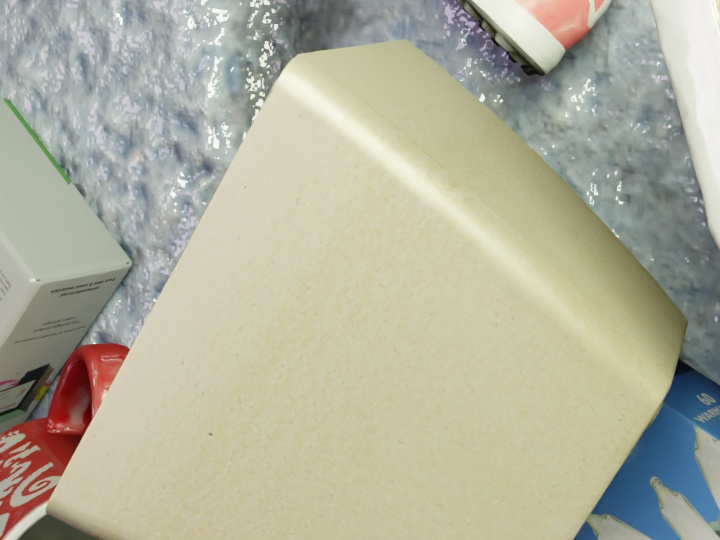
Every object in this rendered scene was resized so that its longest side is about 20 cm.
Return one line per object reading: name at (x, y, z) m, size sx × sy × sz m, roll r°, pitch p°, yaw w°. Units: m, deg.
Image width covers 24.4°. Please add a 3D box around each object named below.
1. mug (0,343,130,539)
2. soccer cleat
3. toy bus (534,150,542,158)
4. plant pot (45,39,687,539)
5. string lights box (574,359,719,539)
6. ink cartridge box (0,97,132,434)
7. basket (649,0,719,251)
mug at (-0.140, 0.135, 0.898) m, size 0.178 × 0.133 × 0.200 m, roll -59°, pitch 20°, yaw -4°
soccer cleat at (0.046, -0.181, 0.789) m, size 0.073 × 0.068 × 0.200 m, roll -43°, pitch 67°, yaw 8°
toy bus at (0.000, 0.000, 0.834) m, size 0.199 × 0.078 × 0.066 m, roll -20°, pitch 87°, yaw 37°
plant pot at (0.023, 0.039, 0.682) m, size 0.176 × 0.200 × 0.201 m, roll 32°, pitch 105°, yaw 7°
string lights box at (0.162, 0.119, 0.745) m, size 0.199 × 0.059 × 0.103 m, roll 33°, pitch 115°, yaw 28°
ink cartridge box at (-0.250, 0.017, 1.018) m, size 0.145 × 0.084 × 0.200 m, roll 50°, pitch 122°, yaw 19°
basket at (0.220, -0.064, 0.592) m, size 0.160 × 0.198 × 0.202 m, roll -19°, pitch 86°, yaw 33°
